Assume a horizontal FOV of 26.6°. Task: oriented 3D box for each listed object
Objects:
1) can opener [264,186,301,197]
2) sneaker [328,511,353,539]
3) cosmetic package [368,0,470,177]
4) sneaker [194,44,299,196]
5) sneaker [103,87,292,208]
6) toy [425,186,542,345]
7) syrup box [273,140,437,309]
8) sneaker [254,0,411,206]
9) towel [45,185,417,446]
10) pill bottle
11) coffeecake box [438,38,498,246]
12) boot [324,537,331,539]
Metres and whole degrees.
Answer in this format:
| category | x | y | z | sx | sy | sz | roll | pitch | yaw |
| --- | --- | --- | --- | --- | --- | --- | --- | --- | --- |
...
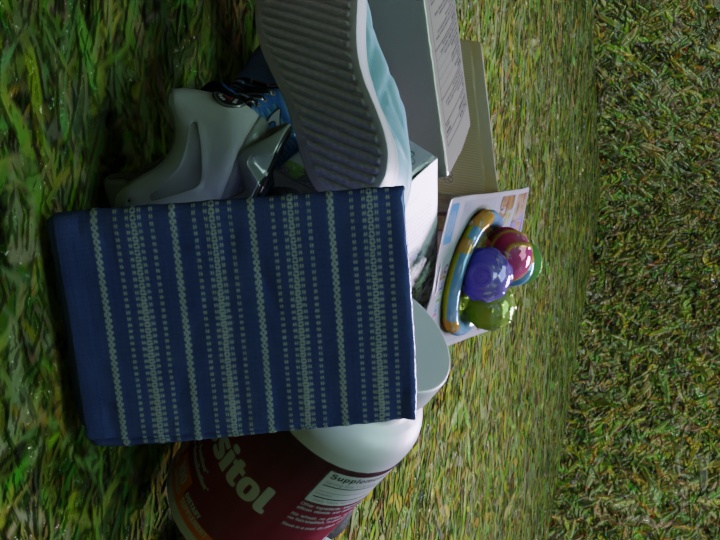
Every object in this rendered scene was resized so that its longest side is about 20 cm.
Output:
| category | x | y | z | sx | sy | sz | roll | pitch | yaw |
| --- | --- | --- | --- | --- | --- | --- | --- | --- | --- |
| can opener | -0.053 | -0.002 | 0.960 | 0.200 | 0.078 | 0.064 | 107 | -35 | -77 |
| sneaker | 0.000 | 0.139 | 1.298 | 0.066 | 0.090 | 0.203 | 15 | 92 | -37 |
| cosmetic package | 0.018 | -0.174 | 1.063 | 0.104 | 0.086 | 0.203 | -63 | 147 | -61 |
| sneaker | -0.074 | -0.099 | 1.034 | 0.201 | 0.077 | 0.091 | -72 | 157 | -44 |
| sneaker | -0.120 | -0.015 | 0.907 | 0.074 | 0.088 | 0.202 | -80 | -165 | -79 |
| toy | 0.100 | 0.003 | 1.116 | 0.200 | 0.047 | 0.117 | -18 | 121 | -70 |
| syrup box | 0.000 | 0.000 | 1.049 | 0.079 | 0.081 | 0.202 | -41 | 145 | -32 |
| sneaker | -0.014 | -0.120 | 0.950 | 0.082 | 0.073 | 0.203 | 39 | 39 | -66 |
| towel | -0.069 | 0.026 | 0.849 | 0.024 | 0.197 | 0.147 | -91 | 177 | -65 |
| pill bottle | -0.033 | 0.099 | 0.965 | 0.200 | 0.112 | 0.113 | -50 | -171 | 35 |
| coffeecake box | 0.038 | -0.072 | 1.254 | 0.200 | 0.072 | 0.155 | 122 | -30 | -54 |
| boot | -0.036 | 0.314 | 1.323 | 0.201 | 0.072 | 0.091 | 66 | 37 | -46 |
